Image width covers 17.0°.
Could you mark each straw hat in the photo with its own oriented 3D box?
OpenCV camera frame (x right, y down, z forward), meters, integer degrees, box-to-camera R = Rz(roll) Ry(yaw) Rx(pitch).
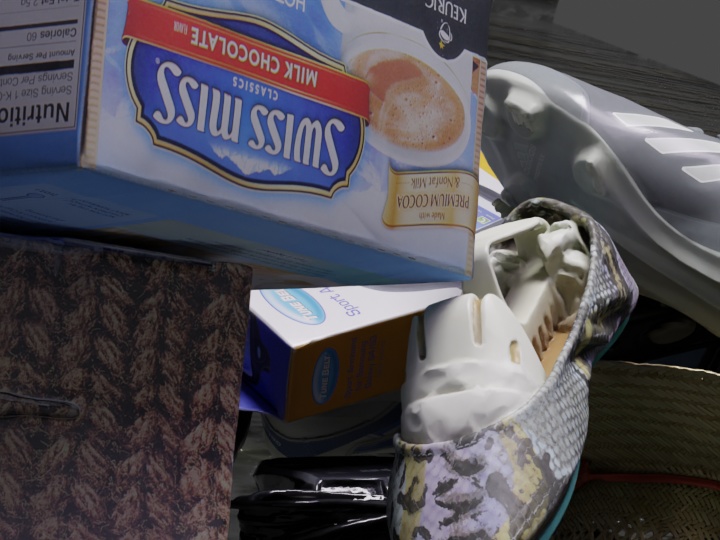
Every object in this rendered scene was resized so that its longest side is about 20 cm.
[{"bbox_3d":[0.114,0.112,0.924,0.199,0.086,0.201,13,-24,6],"label":"straw hat"}]

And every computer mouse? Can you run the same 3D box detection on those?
[{"bbox_3d":[-0.018,0.099,0.905,0.139,0.046,0.200,-1,-1,-21],"label":"computer mouse"}]

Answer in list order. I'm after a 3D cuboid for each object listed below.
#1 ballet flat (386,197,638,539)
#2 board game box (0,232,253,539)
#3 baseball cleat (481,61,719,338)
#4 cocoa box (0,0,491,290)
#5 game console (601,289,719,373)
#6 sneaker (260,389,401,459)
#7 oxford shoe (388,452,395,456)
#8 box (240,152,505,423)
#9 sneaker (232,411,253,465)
[{"bbox_3d":[0.044,0.030,0.807,0.071,0.073,0.201,17,30,9],"label":"ballet flat"},{"bbox_3d":[-0.150,0.041,0.769,0.158,0.098,0.200,9,-7,-27],"label":"board game box"},{"bbox_3d":[0.136,-0.025,0.911,0.200,0.070,0.106,40,54,20],"label":"baseball cleat"},{"bbox_3d":[-0.065,-0.071,0.751,0.132,0.133,0.199,-3,-11,35],"label":"cocoa box"},{"bbox_3d":[0.133,0.090,0.993,0.174,0.117,0.200,-13,-23,-9],"label":"game console"},{"bbox_3d":[0.045,0.040,1.065,0.198,0.089,0.076,-5,45,-21],"label":"sneaker"},{"bbox_3d":[-0.035,0.026,1.134,0.198,0.073,0.085,14,-20,10],"label":"oxford shoe"},{"bbox_3d":[0.000,0.000,0.985,0.199,0.042,0.119,-13,36,-35],"label":"box"},{"bbox_3d":[-0.138,0.055,0.973,0.086,0.081,0.199,9,-3,41],"label":"sneaker"}]
